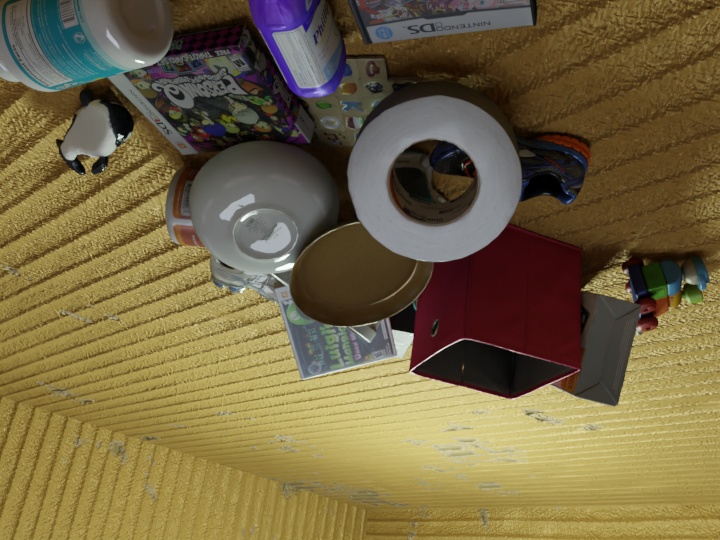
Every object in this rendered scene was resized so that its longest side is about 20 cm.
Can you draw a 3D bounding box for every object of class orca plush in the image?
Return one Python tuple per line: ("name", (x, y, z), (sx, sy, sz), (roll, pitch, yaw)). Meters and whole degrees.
("orca plush", (-0.337, -0.175, 1.030), (0.071, 0.106, 0.200), (-12, 167, -38))

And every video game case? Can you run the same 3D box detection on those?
("video game case", (-0.040, 0.089, 1.352), (0.180, 0.023, 0.201), (-14, 120, 0))
("video game case", (0.062, -0.293, 0.710), (0.179, 0.026, 0.200), (0, 153, 19))
("video game case", (-0.181, -0.210, 0.935), (0.198, 0.036, 0.181), (-1, 154, 24))

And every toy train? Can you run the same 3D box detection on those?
("toy train", (0.487, 0.046, 1.223), (0.115, 0.085, 0.200), (-15, 148, 16))

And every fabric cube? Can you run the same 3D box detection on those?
("fabric cube", (0.207, 0.063, 1.197), (0.198, 0.201, 0.196), (16, 154, -16))

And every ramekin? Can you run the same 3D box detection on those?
("ramekin", (-0.039, 0.013, 1.202), (0.199, 0.105, 0.200), (34, 174, 4))

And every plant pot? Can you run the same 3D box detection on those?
("plant pot", (0.000, 0.000, 1.044), (0.198, 0.028, 0.201), (-9, 135, -9))

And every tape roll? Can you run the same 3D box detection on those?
("tape roll", (0.086, -0.113, 0.900), (0.198, 0.066, 0.202), (3, 117, 6))

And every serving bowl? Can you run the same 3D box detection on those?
("serving bowl", (-0.124, -0.066, 1.004), (0.198, 0.066, 0.201), (-4, 131, -4))

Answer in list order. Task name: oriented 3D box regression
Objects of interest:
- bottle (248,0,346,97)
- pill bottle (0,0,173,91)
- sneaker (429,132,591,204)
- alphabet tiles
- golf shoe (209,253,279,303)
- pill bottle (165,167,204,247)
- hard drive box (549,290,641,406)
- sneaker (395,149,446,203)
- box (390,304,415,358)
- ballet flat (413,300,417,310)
("bottle", (-0.070, -0.260, 0.755), (0.065, 0.084, 0.200), (0, 152, 18))
("pill bottle", (-0.304, -0.252, 0.811), (0.198, 0.112, 0.111), (-5, 151, 28))
("sneaker", (0.183, -0.127, 0.952), (0.198, 0.079, 0.075), (5, 154, 8))
("alphabet tiles", (-0.025, -0.203, 0.946), (0.198, 0.006, 0.167), (3, 153, 11))
("golf shoe", (-0.167, 0.000, 1.333), (0.198, 0.079, 0.098), (5, 148, 5))
("pill bottle", (-0.169, -0.083, 1.113), (0.198, 0.113, 0.112), (7, 154, 5))
("hard drive box", (0.341, 0.111, 1.222), (0.076, 0.157, 0.200), (14, 180, -12))
("sneaker", (0.075, -0.078, 1.072), (0.077, 0.092, 0.200), (-2, 153, 22))
("box", (0.002, 0.092, 1.460), (0.198, 0.080, 0.141), (11, 156, -4))
("ballet flat", (0.148, 0.085, 1.417), (0.063, 0.068, 0.200), (-11, 151, 14))
